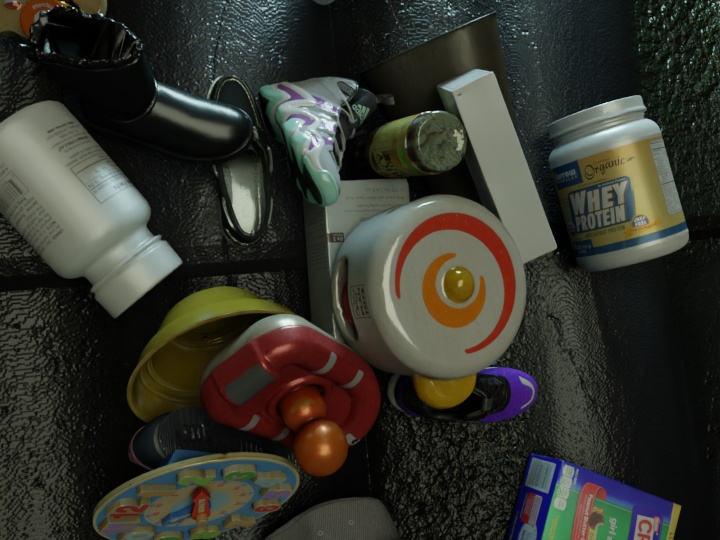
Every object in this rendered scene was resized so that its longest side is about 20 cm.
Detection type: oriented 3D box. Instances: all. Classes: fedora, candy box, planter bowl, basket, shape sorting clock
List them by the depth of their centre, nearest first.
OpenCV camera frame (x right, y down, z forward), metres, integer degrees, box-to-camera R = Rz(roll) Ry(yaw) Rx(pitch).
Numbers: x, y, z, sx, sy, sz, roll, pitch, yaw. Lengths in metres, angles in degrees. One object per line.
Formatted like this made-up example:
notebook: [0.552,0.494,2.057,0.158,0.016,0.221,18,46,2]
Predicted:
shape sorting clock: [-0.157,0.229,0.672,0.199,0.200,0.039,1,49,-20]
planter bowl: [-0.147,0.077,0.714,0.199,0.201,0.084,-12,51,-21]
fedora: [-0.036,0.306,0.737,0.199,0.177,0.091,-21,62,-7]
basket: [0.113,-0.177,0.827,0.136,0.180,0.201,-40,112,-51]
candy box: [0.295,0.350,0.882,0.199,0.077,0.170,23,77,-18]

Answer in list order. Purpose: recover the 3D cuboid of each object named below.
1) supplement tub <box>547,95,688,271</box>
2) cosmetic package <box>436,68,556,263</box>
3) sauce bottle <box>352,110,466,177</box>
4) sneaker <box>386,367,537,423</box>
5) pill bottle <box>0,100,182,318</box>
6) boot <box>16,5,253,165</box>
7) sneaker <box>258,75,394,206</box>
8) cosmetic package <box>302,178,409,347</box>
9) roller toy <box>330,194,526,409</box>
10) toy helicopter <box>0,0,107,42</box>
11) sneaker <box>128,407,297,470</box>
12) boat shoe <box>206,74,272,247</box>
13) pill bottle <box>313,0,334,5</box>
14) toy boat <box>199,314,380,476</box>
supplement tub: [0.332,-0.111,0.900,0.144,0.145,0.201,-17,91,-21]
cosmetic package: [0.147,-0.112,0.737,0.050,0.083,0.201,-24,110,5]
sauce bottle: [0.045,-0.135,0.763,0.064,0.200,0.065,-2,95,-20]
sneaker: [0.140,0.155,0.827,0.199,0.099,0.070,2,87,-20]
pill bottle: [-0.277,-0.056,0.683,0.114,0.114,0.200,-43,100,-18]
boot: [-0.210,-0.177,0.668,0.197,0.163,0.074,12,74,1]
sneaker: [-0.022,-0.160,0.753,0.139,0.078,0.200,-19,52,-11]
cosmetic package: [0.000,0.000,0.800,0.112,0.081,0.201,-5,86,-23]
roller toy: [0.070,0.020,0.709,0.182,0.140,0.200,38,72,-16]
toy helicopter: [-0.357,-0.305,0.700,0.199,0.079,0.133,22,84,-5]
sneaker: [-0.151,0.183,0.730,0.200,0.082,0.071,23,53,-46]
boat shoe: [-0.132,-0.128,0.772,0.075,0.060,0.201,-10,89,-21]
pill bottle: [0.017,-0.403,0.825,0.200,0.112,0.112,-39,99,-19]
toy boat: [-0.052,0.138,0.663,0.130,0.131,0.200,-38,142,11]
